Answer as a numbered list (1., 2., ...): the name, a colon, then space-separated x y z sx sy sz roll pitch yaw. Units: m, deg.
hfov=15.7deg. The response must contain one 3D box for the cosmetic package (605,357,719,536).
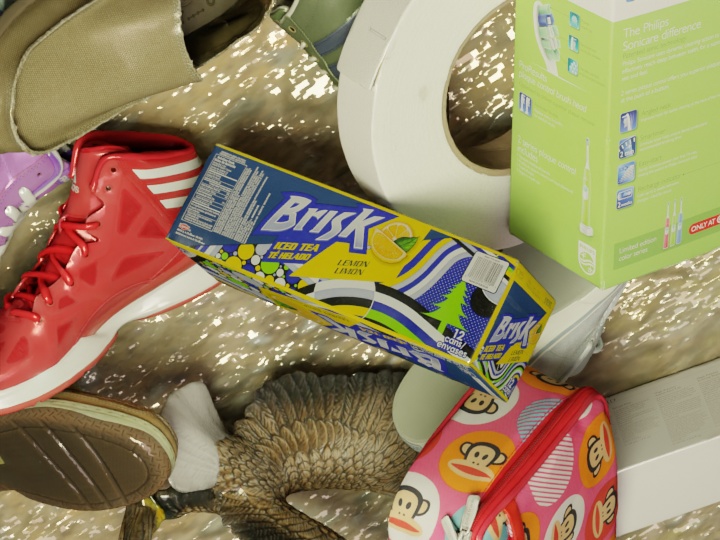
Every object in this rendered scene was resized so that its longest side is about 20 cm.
1. cosmetic package: 0.227 0.093 1.574 0.199 0.083 0.051 -19 120 5

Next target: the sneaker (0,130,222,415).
1. sneaker: -0.168 -0.011 1.453 0.200 0.078 0.116 -35 127 -25

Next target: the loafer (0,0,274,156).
1. loafer: -0.123 -0.123 1.372 0.200 0.067 0.076 -41 133 -32

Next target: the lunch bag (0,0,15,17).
1. lunch bag: -0.266 -0.129 1.381 0.160 0.077 0.201 4 92 -2

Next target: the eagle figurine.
1. eagle figurine: -0.041 0.135 1.549 0.199 0.151 0.152 7 107 3

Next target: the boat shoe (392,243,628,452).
1. boat shoe: 0.105 0.035 1.545 0.201 0.070 0.071 -47 140 9

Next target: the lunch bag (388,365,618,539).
1. lunch bag: 0.074 0.168 1.481 0.082 0.176 0.200 21 138 29

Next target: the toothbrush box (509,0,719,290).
1. toothbrush box: 0.162 -0.110 1.408 0.145 0.086 0.201 -20 126 -30

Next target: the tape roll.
1. tape roll: 0.077 -0.107 1.428 0.202 0.037 0.203 -18 124 -29

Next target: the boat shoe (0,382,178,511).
1. boat shoe: -0.179 0.088 1.495 0.199 0.076 0.072 1 123 33

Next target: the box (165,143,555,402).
1. box: 0.000 0.000 1.409 0.064 0.200 0.070 -63 152 -9

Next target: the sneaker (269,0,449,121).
1. sneaker: -0.004 -0.138 1.445 0.090 0.067 0.201 1 126 13

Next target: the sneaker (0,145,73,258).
1. sneaker: -0.210 -0.021 1.477 0.114 0.073 0.201 -8 118 -5
